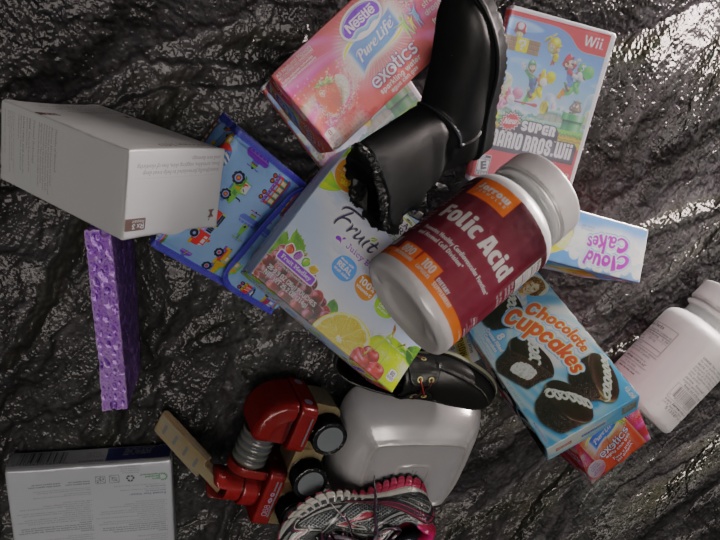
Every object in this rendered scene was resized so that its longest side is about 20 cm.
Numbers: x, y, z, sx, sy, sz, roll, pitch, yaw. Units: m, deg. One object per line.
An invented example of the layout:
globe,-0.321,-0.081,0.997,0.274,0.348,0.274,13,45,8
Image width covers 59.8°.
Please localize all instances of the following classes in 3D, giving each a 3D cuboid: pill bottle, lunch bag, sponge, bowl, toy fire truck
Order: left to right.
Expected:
sponge,-0.269,0.038,0.691,0.029,0.112,0.204,-1,109,-10
toy fire truck,-0.144,0.213,0.789,0.197,0.129,0.178,17,104,-28
lunch bag,-0.119,-0.050,0.720,0.199,0.094,0.151,37,94,-33
bowl,0.058,0.244,0.831,0.196,0.075,0.202,5,126,-15
pill bottle,0.115,-0.022,0.622,0.199,0.114,0.115,-38,114,-14
pill bottle,0.454,0.118,0.883,0.114,0.115,0.201,38,97,-22

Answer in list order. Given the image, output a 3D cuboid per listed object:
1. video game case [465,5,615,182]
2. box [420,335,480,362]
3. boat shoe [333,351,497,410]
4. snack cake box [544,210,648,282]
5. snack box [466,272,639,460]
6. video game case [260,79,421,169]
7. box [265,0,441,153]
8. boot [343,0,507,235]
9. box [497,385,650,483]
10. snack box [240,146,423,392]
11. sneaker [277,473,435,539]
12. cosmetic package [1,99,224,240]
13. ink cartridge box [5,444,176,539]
video game case,0.217,-0.198,0.764,0.140,0.017,0.204,8,106,-15
box,0.118,0.084,0.829,0.197,0.049,0.083,-23,112,-5
boat shoe,0.064,0.128,0.752,0.198,0.063,0.075,18,122,9
snack cake box,0.232,-0.039,0.772,0.196,0.115,0.069,12,88,-16
snack box,0.210,0.101,0.726,0.115,0.201,0.037,-28,139,-2
video game case,0.004,-0.167,0.707,0.142,0.017,0.201,-40,105,-4
box,0.007,-0.221,0.637,0.200,0.103,0.095,-43,106,-2
boot,0.055,-0.140,0.581,0.162,0.073,0.200,-37,145,-20
box,0.256,0.159,0.803,0.095,0.200,0.101,-33,113,-6
snack box,0.000,0.000,0.677,0.200,0.067,0.170,43,76,-18
sneaker,-0.004,0.311,0.765,0.196,0.075,0.082,-14,128,-8
cosmetic package,-0.237,-0.100,0.594,0.197,0.112,0.083,20,110,28
ink cartridge box,-0.340,0.325,0.811,0.196,0.041,0.204,0,109,-13
